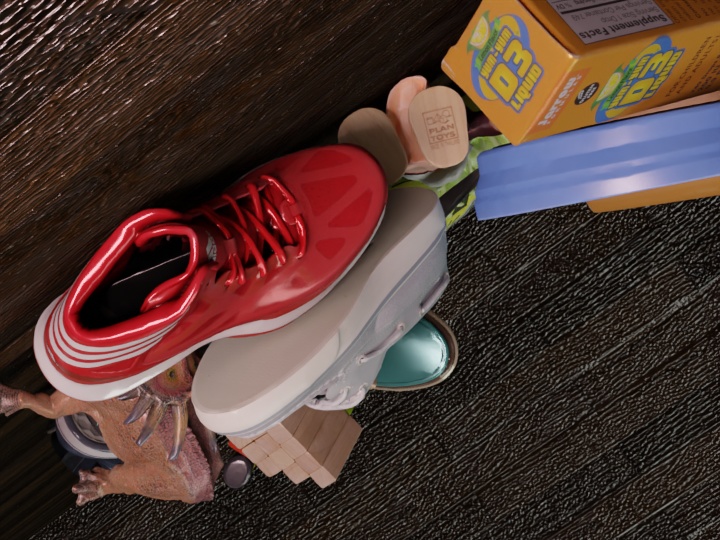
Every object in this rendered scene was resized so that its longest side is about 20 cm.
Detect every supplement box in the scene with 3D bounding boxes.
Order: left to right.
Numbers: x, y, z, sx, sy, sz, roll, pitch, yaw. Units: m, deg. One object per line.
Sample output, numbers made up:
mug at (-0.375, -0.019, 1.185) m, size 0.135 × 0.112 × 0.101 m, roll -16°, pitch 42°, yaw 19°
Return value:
supplement box at (0.137, -0.121, 1.026) m, size 0.199 × 0.069 × 0.067 m, roll -16°, pitch 149°, yaw -40°

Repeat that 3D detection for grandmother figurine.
grandmother figurine at (0.038, -0.079, 1.179) m, size 0.120 × 0.061 × 0.200 m, roll -8°, pitch -178°, yaw 3°

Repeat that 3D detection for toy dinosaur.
toy dinosaur at (-0.111, 0.084, 1.115) m, size 0.135 × 0.200 × 0.086 m, roll 8°, pitch -126°, yaw 32°

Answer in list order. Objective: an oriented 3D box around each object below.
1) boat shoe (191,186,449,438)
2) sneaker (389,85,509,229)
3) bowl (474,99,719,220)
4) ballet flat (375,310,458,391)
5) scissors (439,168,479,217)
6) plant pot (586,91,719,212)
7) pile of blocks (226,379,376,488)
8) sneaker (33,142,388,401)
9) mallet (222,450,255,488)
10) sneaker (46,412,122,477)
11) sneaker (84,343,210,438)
boat shoe at (-0.010, 0.035, 1.061) m, size 0.070 × 0.072 × 0.201 m, roll 6°, pitch -143°, yaw 37°
sneaker at (0.053, -0.055, 1.307) m, size 0.200 × 0.075 × 0.076 m, roll -38°, pitch -151°, yaw 5°
bowl at (0.159, -0.065, 1.114) m, size 0.199 × 0.040 × 0.201 m, roll -11°, pitch -179°, yaw 0°
ballet flat at (-0.029, 0.036, 1.329) m, size 0.199 × 0.070 × 0.069 m, roll 8°, pitch -172°, yaw 12°
scissors at (0.000, 0.000, 1.186) m, size 0.201 × 0.073 × 0.014 m, roll -58°, pitch 161°, yaw -21°
plant pot at (0.236, -0.132, 1.494) m, size 0.182 × 0.201 × 0.200 m, roll -20°, pitch -179°, yaw 11°
pile of blocks at (-0.041, 0.039, 1.139) m, size 0.062 × 0.082 × 0.201 m, roll -33°, pitch -138°, yaw 36°
sneaker at (-0.057, -0.007, 0.957) m, size 0.200 × 0.079 × 0.116 m, roll -36°, pitch 179°, yaw -20°
mallet at (-0.050, 0.075, 1.199) m, size 0.066 × 0.041 × 0.200 m, roll -63°, pitch -179°, yaw 10°
sneaker at (-0.185, 0.114, 1.456) m, size 0.146 × 0.077 × 0.202 m, roll -40°, pitch 177°, yaw 28°
sneaker at (-0.099, 0.033, 1.264) m, size 0.201 × 0.079 × 0.075 m, roll -56°, pitch 172°, yaw 0°
